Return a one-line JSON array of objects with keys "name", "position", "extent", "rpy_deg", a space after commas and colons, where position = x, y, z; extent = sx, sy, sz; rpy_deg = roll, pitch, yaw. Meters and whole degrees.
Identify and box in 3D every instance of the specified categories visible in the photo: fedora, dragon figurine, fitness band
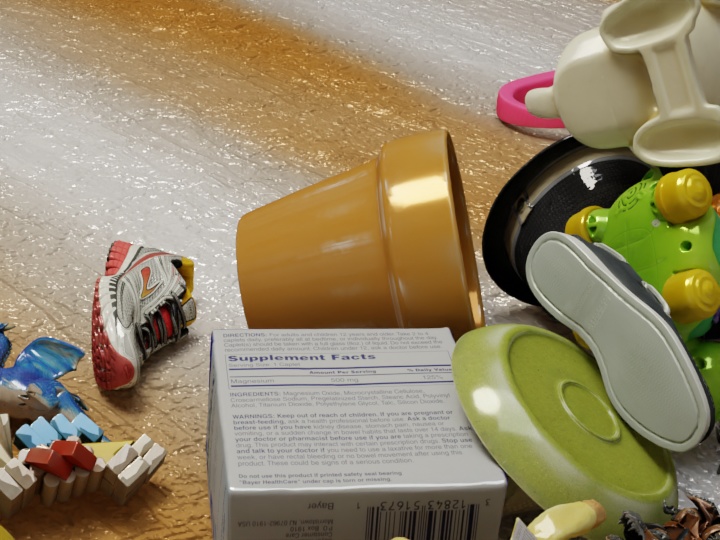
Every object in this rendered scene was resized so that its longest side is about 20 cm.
[{"name": "fedora", "position": [0.203, -0.022, 1.266], "extent": [0.198, 0.202, 0.092], "rpy_deg": [-3, 42, -12]}, {"name": "dragon figurine", "position": [-0.244, 0.089, 1.132], "extent": [0.198, 0.060, 0.099], "rpy_deg": [12, 29, 18]}, {"name": "fitness band", "position": [0.254, -0.201, 1.763], "extent": [0.198, 0.038, 0.143], "rpy_deg": [-16, 33, -34]}]

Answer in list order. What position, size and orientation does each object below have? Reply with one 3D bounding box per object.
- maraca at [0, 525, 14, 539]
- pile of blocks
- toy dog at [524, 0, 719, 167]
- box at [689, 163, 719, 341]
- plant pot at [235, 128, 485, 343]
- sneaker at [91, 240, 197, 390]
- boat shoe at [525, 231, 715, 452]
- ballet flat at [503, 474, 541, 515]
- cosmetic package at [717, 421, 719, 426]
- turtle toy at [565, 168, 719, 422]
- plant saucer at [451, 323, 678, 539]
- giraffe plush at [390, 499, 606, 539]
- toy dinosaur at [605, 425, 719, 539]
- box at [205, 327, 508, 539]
[{"name": "maraca", "position": [-0.293, 0.193, 0.880], "extent": [0.197, 0.108, 0.137], "rpy_deg": [-2, 21, -10]}, {"name": "pile of blocks", "position": [-0.231, 0.127, 1.023], "extent": [0.198, 0.062, 0.083], "rpy_deg": [-7, 67, -20]}, {"name": "toy dog", "position": [0.248, -0.159, 1.192], "extent": [0.193, 0.141, 0.200], "rpy_deg": [-23, 6, 36]}, {"name": "box", "position": [0.339, -0.072, 1.353], "extent": [0.122, 0.202, 0.197], "rpy_deg": [-3, 28, -14]}, {"name": "plant pot", "position": [0.000, 0.000, 1.211], "extent": [0.181, 0.202, 0.201], "rpy_deg": [-10, 27, 7]}, {"name": "sneaker", "position": [-0.179, 0.031, 1.231], "extent": [0.081, 0.079, 0.201], "rpy_deg": [4, 28, -1]}, {"name": "boat shoe", "position": [0.197, 0.045, 1.059], "extent": [0.060, 0.076, 0.201], "rpy_deg": [4, 44, -42]}, {"name": "ballet flat", "position": [0.167, 0.130, 1.101], "extent": [0.062, 0.068, 0.200], "rpy_deg": [28, 35, 22]}, {"name": "cosmetic package", "position": [0.387, 0.120, 1.134], "extent": [0.197, 0.074, 0.104], "rpy_deg": [3, 28, -1]}, {"name": "turtle toy", "position": [0.240, 0.019, 1.138], "extent": [0.100, 0.203, 0.145], "rpy_deg": [5, -15, -31]}, {"name": "plant saucer", "position": [0.150, 0.106, 1.022], "extent": [0.199, 0.031, 0.201], "rpy_deg": [30, 29, -18]}, {"name": "giraffe plush", "position": [0.064, 0.227, 0.833], "extent": [0.161, 0.202, 0.172], "rpy_deg": [-13, 17, 39]}, {"name": "toy dinosaur", "position": [0.252, 0.183, 0.966], "extent": [0.199, 0.137, 0.102], "rpy_deg": [18, 3, -41]}, {"name": "box", "position": [-0.012, 0.133, 1.028], "extent": [0.181, 0.106, 0.201], "rpy_deg": [0, 29, -9]}]
